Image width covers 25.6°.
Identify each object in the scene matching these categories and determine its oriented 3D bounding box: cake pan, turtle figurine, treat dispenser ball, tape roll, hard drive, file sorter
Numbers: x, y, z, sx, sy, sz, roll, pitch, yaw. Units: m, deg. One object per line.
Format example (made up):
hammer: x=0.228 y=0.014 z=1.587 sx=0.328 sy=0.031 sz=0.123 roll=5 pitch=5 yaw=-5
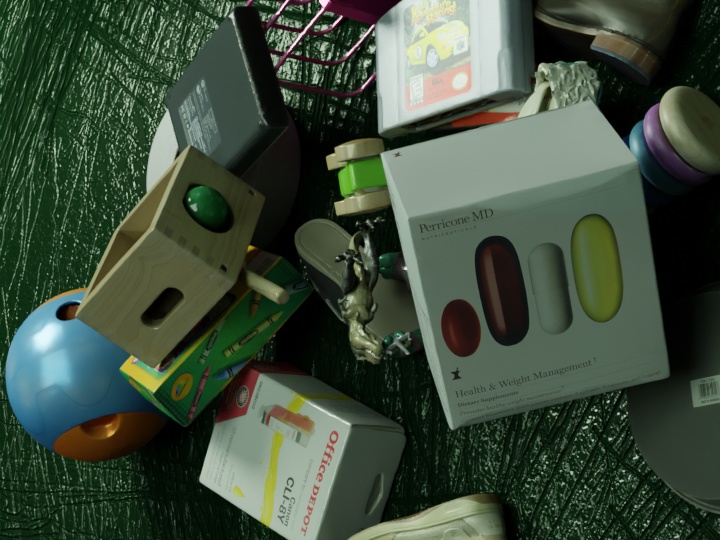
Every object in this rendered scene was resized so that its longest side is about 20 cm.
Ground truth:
cake pan: x=0.304 y=0.105 z=1.328 sx=0.200 sy=0.037 sz=0.200 roll=-9 pitch=77 yaw=44
turtle figurine: x=0.083 y=0.028 z=1.519 sx=0.150 sy=0.101 sz=0.200 roll=-50 pitch=39 yaw=19
treat dispenser ball: x=-0.306 y=0.119 z=1.820 sx=0.201 sy=0.201 sz=0.201 roll=-9 pitch=78 yaw=44
tape roll: x=-0.158 y=-0.113 z=1.804 sx=0.200 sy=0.066 sz=0.200 roll=-8 pitch=78 yaw=45
hard drive: x=-0.145 y=-0.171 z=1.680 sx=0.200 sy=0.033 sz=0.140 roll=-39 pitch=63 yaw=55
file sorter: x=-0.051 y=-0.299 z=1.675 sx=0.125 sy=0.139 sz=0.200 roll=-45 pitch=55 yaw=33

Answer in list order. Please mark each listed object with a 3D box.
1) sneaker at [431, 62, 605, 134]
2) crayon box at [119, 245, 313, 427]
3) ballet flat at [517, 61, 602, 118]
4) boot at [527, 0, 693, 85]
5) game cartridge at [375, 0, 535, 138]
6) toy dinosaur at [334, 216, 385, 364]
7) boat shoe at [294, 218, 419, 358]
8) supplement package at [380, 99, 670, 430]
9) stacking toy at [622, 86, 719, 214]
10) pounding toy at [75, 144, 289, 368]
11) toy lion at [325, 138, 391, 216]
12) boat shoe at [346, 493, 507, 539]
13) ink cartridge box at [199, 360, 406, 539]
sneaker: x=0.147 y=-0.188 z=1.509 sx=0.201 sy=0.067 sz=0.108 roll=1 pitch=87 yaw=48
crayon box: x=-0.156 y=0.065 z=1.692 sx=0.200 sy=0.058 sz=0.119 roll=-47 pitch=25 yaw=-11
ballet flat: x=0.156 y=-0.093 z=1.410 sx=0.072 sy=0.072 sz=0.200 roll=22 pitch=101 yaw=45
boot: x=0.221 y=-0.247 z=1.458 sx=0.200 sy=0.075 sz=0.097 roll=36 pitch=92 yaw=41
game cartridge: x=0.085 y=-0.211 z=1.512 sx=0.200 sy=0.041 sz=0.133 roll=-14 pitch=71 yaw=49
toy dinosaur: x=0.000 y=0.000 z=1.553 sx=0.200 sy=0.047 sz=0.088 roll=-88 pitch=-2 yaw=-47
boat shoe: x=0.003 y=0.027 z=1.642 sx=0.200 sy=0.073 sz=0.063 roll=47 pitch=159 yaw=33
supplement package: x=0.136 y=-0.006 z=1.312 sx=0.147 sy=0.191 sz=0.200 roll=-106 pitch=2 yaw=-64
stacking toy: x=0.234 y=-0.077 z=1.401 sx=0.200 sy=0.085 sz=0.085 roll=-38 pitch=58 yaw=40
pounding toy: x=-0.169 y=-0.008 z=1.623 sx=0.200 sy=0.142 sz=0.184 roll=-44 pitch=19 yaw=34
toy lion: x=0.071 y=-0.101 z=1.515 sx=0.200 sy=0.192 sz=0.069 roll=-173 pitch=73 yaw=-84
boat shoe: x=0.057 y=0.273 z=1.528 sx=0.200 sy=0.072 sz=0.065 roll=-26 pitch=66 yaw=33
ink cartridge box: x=-0.063 y=0.193 z=1.649 sx=0.200 sy=0.083 sz=0.145 roll=24 pitch=100 yaw=45
